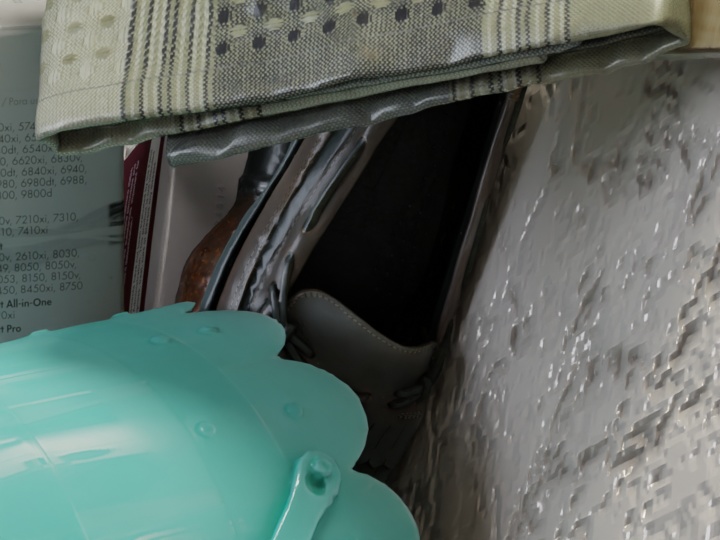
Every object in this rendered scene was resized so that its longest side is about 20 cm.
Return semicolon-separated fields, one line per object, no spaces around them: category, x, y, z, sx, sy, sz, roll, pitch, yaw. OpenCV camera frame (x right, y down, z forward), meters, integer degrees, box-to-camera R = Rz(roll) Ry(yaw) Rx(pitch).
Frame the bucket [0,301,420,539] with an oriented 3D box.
bucket;-0.091;0.114;0.841;0.206;0.134;0.209;8;101;48

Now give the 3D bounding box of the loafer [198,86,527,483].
loafer;0.000;0.000;0.882;0.063;0.071;0.201;29;102;65

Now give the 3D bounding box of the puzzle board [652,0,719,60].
puzzle board;0.115;-0.150;0.740;0.151;0.017;0.202;-170;94;-70

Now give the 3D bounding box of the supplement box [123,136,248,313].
supplement box;-0.080;0.026;1.096;0.200;0.060;0.110;140;140;-59

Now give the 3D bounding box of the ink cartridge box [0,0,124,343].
ink cartridge box;-0.120;-0.035;0.984;0.116;0.067;0.202;-136;45;-67

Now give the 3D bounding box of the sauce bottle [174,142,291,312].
sauce bottle;-0.035;0.035;0.959;0.066;0.066;0.201;-177;102;-71

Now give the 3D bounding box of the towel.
towel;0.002;-0.125;0.817;0.191;0.035;0.201;-8;61;21
